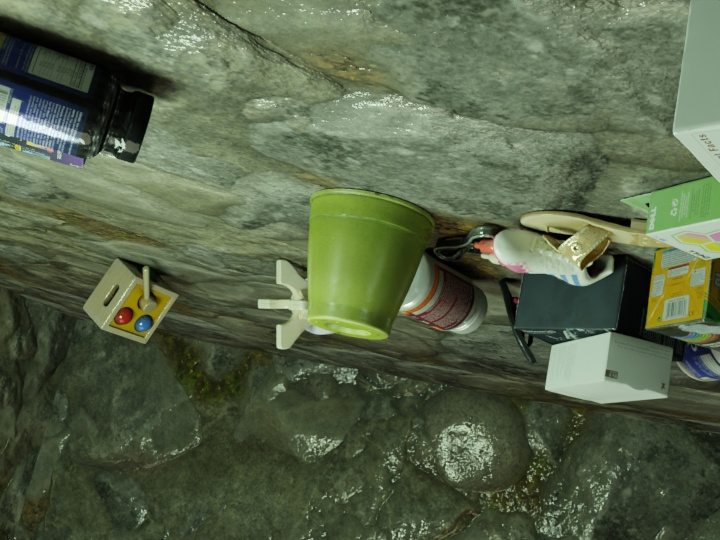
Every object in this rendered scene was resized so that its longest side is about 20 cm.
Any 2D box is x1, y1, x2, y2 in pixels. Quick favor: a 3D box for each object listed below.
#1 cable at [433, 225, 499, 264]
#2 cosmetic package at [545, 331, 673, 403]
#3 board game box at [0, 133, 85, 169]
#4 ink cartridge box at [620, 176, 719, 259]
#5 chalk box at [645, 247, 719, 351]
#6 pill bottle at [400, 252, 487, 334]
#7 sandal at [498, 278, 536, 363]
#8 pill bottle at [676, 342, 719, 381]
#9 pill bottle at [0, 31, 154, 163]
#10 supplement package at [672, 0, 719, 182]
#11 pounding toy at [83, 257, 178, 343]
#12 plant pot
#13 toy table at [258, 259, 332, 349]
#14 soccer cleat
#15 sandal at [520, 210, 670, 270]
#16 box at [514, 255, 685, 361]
[{"bbox_3d":[0.174,-0.031,1.381,0.097,0.050,0.200,27,160,-36],"label":"cable"},{"bbox_3d":[0.386,0.157,1.384,0.113,0.081,0.200,15,164,-13],"label":"cosmetic package"},{"bbox_3d":[-0.447,-0.209,1.190,0.165,0.057,0.200,17,166,-16],"label":"board game box"},{"bbox_3d":[0.409,-0.059,1.035,0.104,0.059,0.200,18,165,-25],"label":"ink cartridge box"},{"bbox_3d":[0.522,0.042,1.224,0.200,0.124,0.125,15,165,-18],"label":"chalk box"},{"bbox_3d":[0.137,0.043,1.582,0.114,0.114,0.200,0,161,42],"label":"pill bottle"},{"bbox_3d":[0.282,0.079,1.534,0.045,0.200,0.075,-19,126,11],"label":"sandal"},{"bbox_3d":[0.613,0.116,1.449,0.120,0.120,0.200,13,166,-5],"label":"pill bottle"},{"bbox_3d":[-0.352,-0.197,1.031,0.200,0.112,0.112,18,166,-19],"label":"pill bottle"},{"bbox_3d":[0.349,-0.139,0.635,0.200,0.117,0.117,0,162,43],"label":"supplement package"},{"bbox_3d":[-0.558,0.066,2.187,0.142,0.200,0.184,37,-176,36],"label":"pounding toy"},{"bbox_3d":[0.000,0.000,1.357,0.200,0.193,0.200,11,166,3],"label":"plant pot"},{"bbox_3d":[-0.120,0.069,1.841,0.117,0.184,0.200,1,167,-35],"label":"toy table"},{"bbox_3d":[0.286,-0.026,1.285,0.200,0.070,0.086,13,161,-32],"label":"soccer cleat"},{"bbox_3d":[0.316,-0.033,1.203,0.211,0.070,0.078,6,166,24],"label":"sandal"},{"bbox_3d":[0.396,0.066,1.437,0.197,0.124,0.200,25,162,-36],"label":"box"}]
